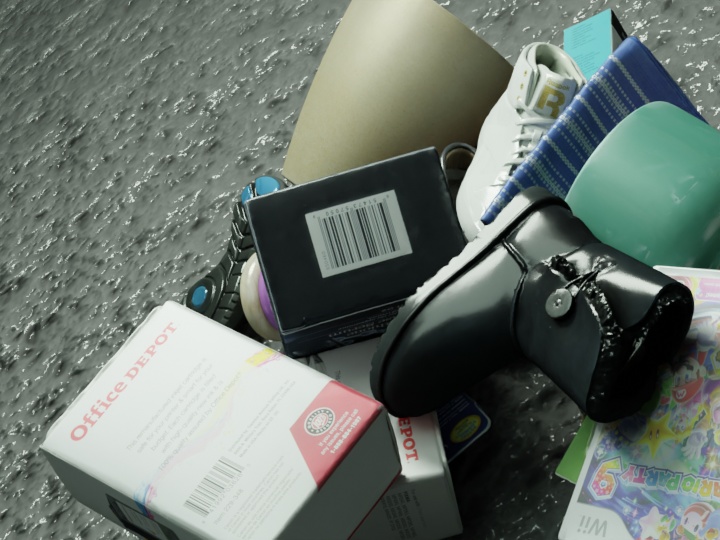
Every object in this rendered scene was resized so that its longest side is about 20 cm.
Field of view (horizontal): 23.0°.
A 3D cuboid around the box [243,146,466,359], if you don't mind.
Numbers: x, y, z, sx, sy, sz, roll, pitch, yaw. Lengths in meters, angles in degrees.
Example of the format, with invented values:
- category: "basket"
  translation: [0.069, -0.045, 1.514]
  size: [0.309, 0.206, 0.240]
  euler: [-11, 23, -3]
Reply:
- category: "box"
  translation: [0.000, 0.000, 1.353]
  size: [0.148, 0.200, 0.107]
  euler: [-16, 78, -3]

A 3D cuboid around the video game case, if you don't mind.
- category: "video game case"
  translation: [0.214, 0.094, 1.139]
  size: [0.143, 0.018, 0.201]
  euler: [6, 70, 50]

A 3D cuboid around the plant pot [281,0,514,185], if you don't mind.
- category: "plant pot"
  translation: [0.024, -0.139, 1.621]
  size: [0.200, 0.187, 0.187]
  euler: [-53, 34, -1]

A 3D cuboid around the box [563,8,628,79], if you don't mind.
- category: "box"
  translation: [0.209, -0.126, 1.491]
  size: [0.049, 0.082, 0.200]
  euler: [-22, 36, 25]

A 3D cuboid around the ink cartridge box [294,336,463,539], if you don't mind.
- category: "ink cartridge box"
  translation: [-0.036, 0.142, 1.307]
  size: [0.199, 0.084, 0.145]
  euler: [-15, 46, 3]

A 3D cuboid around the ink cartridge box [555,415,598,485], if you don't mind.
- category: "ink cartridge box"
  translation: [0.230, 0.134, 1.159]
  size: [0.200, 0.059, 0.104]
  euler: [25, 85, 53]

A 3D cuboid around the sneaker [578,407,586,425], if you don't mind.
- category: "sneaker"
  translation: [0.231, 0.063, 1.240]
  size: [0.200, 0.089, 0.077]
  euler: [-28, 34, 15]

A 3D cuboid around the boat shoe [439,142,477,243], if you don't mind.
- category: "boat shoe"
  translation: [0.108, -0.023, 1.443]
  size: [0.074, 0.060, 0.200]
  euler: [-8, 47, -14]

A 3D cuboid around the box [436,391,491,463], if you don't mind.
- category: "box"
  translation: [0.025, 0.119, 1.421]
  size: [0.121, 0.032, 0.200]
  euler: [-40, 34, -1]

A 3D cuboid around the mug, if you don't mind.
- category: "mug"
  translation: [0.231, -0.020, 1.299]
  size: [0.114, 0.185, 0.152]
  euler: [35, 63, 28]

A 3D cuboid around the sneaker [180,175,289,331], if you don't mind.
- category: "sneaker"
  translation: [-0.102, 0.015, 1.641]
  size: [0.073, 0.082, 0.200]
  euler: [34, 95, 46]

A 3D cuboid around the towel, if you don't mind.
- category: "towel"
  translation: [0.195, -0.065, 1.376]
  size: [0.200, 0.145, 0.024]
  euler: [-50, 26, -15]

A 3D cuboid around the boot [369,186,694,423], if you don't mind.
- category: "boot"
  translation: [0.112, 0.053, 1.189]
  size: [0.200, 0.076, 0.168]
  euler: [-48, 42, 3]

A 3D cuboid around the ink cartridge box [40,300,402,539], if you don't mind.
- category: "ink cartridge box"
  translation: [-0.094, 0.127, 1.220]
  size: [0.200, 0.086, 0.148]
  euler: [24, 60, 32]

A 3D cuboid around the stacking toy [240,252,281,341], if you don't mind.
- category: "stacking toy"
  translation: [-0.006, 0.011, 1.534]
  size: [0.199, 0.085, 0.086]
  euler: [-8, 44, 37]

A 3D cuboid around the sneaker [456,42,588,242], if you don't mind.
- category: "sneaker"
  translation: [0.131, -0.102, 1.406]
  size: [0.200, 0.073, 0.116]
  euler: [-83, 13, -49]
